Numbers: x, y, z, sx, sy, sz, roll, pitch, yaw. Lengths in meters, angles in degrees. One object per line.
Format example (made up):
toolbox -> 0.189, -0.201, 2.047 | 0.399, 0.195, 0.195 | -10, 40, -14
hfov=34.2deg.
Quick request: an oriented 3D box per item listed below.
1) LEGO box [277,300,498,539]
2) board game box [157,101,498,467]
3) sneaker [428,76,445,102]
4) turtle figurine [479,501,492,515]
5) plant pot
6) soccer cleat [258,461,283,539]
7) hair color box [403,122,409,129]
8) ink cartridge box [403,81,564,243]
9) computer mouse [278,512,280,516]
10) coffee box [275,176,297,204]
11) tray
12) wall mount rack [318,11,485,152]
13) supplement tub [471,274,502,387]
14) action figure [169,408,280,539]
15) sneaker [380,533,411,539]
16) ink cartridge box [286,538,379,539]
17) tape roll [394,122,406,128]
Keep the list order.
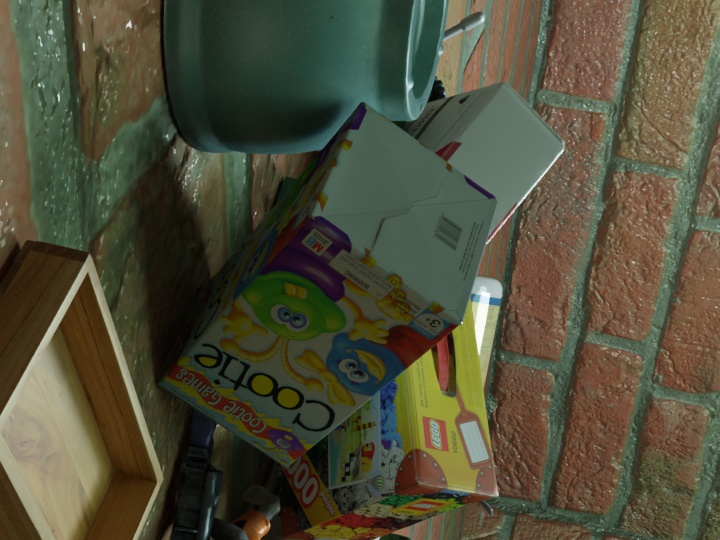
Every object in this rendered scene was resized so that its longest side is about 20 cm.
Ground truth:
LEGO box -> 0.010, 0.080, 0.839 | 0.077, 0.148, 0.202 | 16, 56, -38
board game box -> -0.024, 0.015, 0.707 | 0.200, 0.102, 0.105 | -45, -163, 44
sneaker -> 0.057, -0.111, 1.281 | 0.085, 0.076, 0.202 | 82, 22, -70
turtle figurine -> 0.055, 0.261, 1.384 | 0.201, 0.143, 0.194 | 57, 0, 40
plant pot -> -0.019, -0.160, 0.710 | 0.200, 0.132, 0.203 | 12, 90, -79
soccer cleat -> -0.069, 0.242, 1.044 | 0.086, 0.069, 0.203 | 18, 79, -67
hair color box -> 0.043, -0.044, 1.186 | 0.061, 0.100, 0.203 | 138, -35, -82
ink cartridge box -> 0.073, -0.081, 1.054 | 0.146, 0.083, 0.200 | -51, -165, -9
computer mouse -> -0.035, 0.109, 0.980 | 0.109, 0.044, 0.203 | -26, 115, -46
coffee box -> 0.000, 0.000, 0.986 | 0.201, 0.121, 0.044 | 76, 29, -61
tray -> -0.146, 0.090, 0.571 | 0.201, 0.037, 0.099 | 86, 19, -50
wall mount rack -> 0.018, -0.160, 0.932 | 0.175, 0.074, 0.200 | -64, 158, -1
supplement tub -> 0.094, 0.098, 1.482 | 0.145, 0.143, 0.203 | 5, 96, -78
action figure -> -0.082, 0.199, 0.822 | 0.193, 0.103, 0.203 | 6, 92, -79
sneaker -> 0.032, 0.287, 1.059 | 0.097, 0.200, 0.071 | -31, 103, -23
ink cartridge box -> 0.007, 0.202, 1.003 | 0.199, 0.048, 0.147 | -5, 124, -62
tape roll -> 0.029, -0.232, 1.093 | 0.200, 0.048, 0.203 | 12, 90, -78
